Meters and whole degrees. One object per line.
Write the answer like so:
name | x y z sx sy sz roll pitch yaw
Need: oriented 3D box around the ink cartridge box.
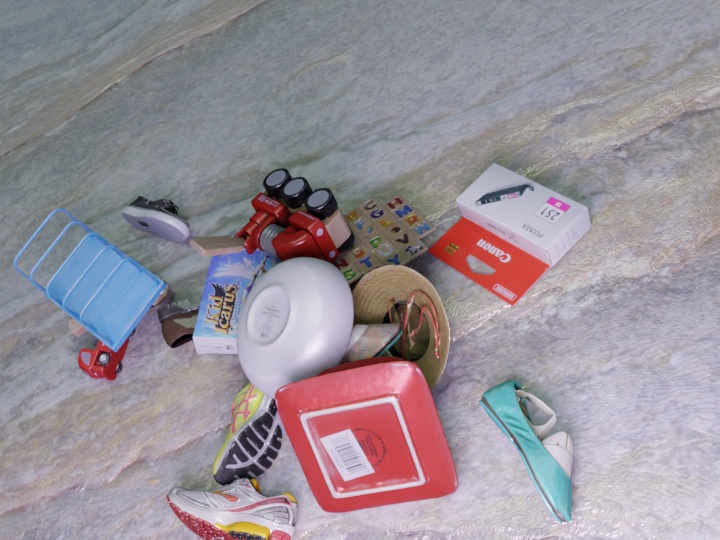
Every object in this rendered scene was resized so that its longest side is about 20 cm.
ink cartridge box | 0.213 -0.060 1.275 0.173 0.044 0.199 -43 44 -13

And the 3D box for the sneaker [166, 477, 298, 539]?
sneaker | -0.169 0.320 1.139 0.196 0.079 0.083 7 51 22

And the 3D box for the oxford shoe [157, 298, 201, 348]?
oxford shoe | -0.229 0.080 1.397 0.196 0.073 0.086 -19 72 6

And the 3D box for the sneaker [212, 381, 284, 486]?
sneaker | -0.155 0.217 1.223 0.089 0.079 0.201 3 47 41

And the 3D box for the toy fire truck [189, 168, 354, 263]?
toy fire truck | -0.138 -0.052 1.293 0.200 0.130 0.175 -45 44 -17

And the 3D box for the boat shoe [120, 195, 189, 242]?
boat shoe | -0.385 -0.108 1.646 0.198 0.070 0.067 12 59 45

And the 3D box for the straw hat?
straw hat | 0.077 0.083 1.189 0.084 0.205 0.199 -9 25 -43

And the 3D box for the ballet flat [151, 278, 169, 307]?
ballet flat | -0.428 0.038 1.542 0.196 0.057 0.067 -2 51 28

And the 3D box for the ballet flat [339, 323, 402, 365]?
ballet flat | -0.027 0.119 1.171 0.200 0.067 0.068 -44 4 30

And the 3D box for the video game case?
video game case | -0.153 0.038 1.326 0.177 0.046 0.203 1 50 5

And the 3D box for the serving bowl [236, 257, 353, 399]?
serving bowl | -0.104 0.072 1.166 0.198 0.065 0.204 -18 61 36

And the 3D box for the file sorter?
file sorter | -0.454 0.010 1.418 0.198 0.123 0.140 31 77 27

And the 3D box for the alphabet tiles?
alphabet tiles | 0.019 -0.049 1.306 0.165 0.006 0.200 -32 35 -7

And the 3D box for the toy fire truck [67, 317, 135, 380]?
toy fire truck | -0.458 0.084 1.482 0.138 0.049 0.204 6 67 21

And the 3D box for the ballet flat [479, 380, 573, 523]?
ballet flat | 0.212 0.202 1.020 0.070 0.067 0.201 -37 42 6

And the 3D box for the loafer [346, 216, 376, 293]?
loafer | 0.000 0.000 1.328 0.068 0.076 0.202 -15 36 22

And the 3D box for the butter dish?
butter dish | 0.016 0.185 1.092 0.196 0.203 0.148 -14 23 17
